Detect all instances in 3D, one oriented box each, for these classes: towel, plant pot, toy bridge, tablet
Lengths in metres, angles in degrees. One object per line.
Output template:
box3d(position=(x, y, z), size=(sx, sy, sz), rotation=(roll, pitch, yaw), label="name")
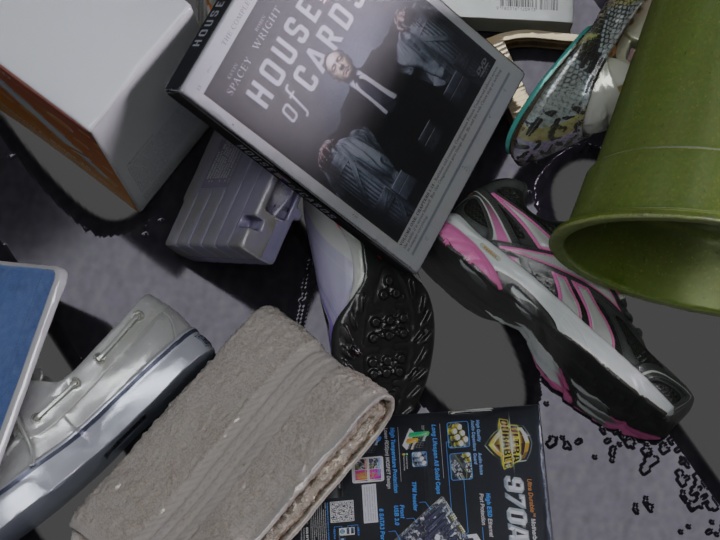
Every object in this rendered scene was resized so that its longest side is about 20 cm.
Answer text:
box3d(position=(-0.083, 0.122, 1.405), size=(0.200, 0.034, 0.133), rotation=(-50, 48, -4), label="towel")
box3d(position=(0.224, -0.087, 1.350), size=(0.200, 0.200, 0.190), rotation=(9, 75, 5), label="plant pot")
box3d(position=(0.096, -0.118, 1.486), size=(0.200, 0.027, 0.067), rotation=(-23, 77, -3), label="toy bridge")
box3d(position=(-0.247, 0.088, 1.425), size=(0.014, 0.130, 0.200), rotation=(27, 76, -37), label="tablet")

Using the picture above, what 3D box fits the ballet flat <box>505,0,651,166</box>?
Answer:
box3d(position=(0.168, -0.140, 1.436), size=(0.072, 0.072, 0.200), rotation=(32, 79, 9), label="ballet flat")

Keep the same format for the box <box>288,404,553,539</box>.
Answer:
box3d(position=(0.038, 0.180, 1.381), size=(0.159, 0.046, 0.200), rotation=(-5, 56, 2), label="box")

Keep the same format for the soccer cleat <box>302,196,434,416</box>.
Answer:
box3d(position=(0.000, 0.000, 1.454), size=(0.068, 0.073, 0.200), rotation=(-9, 95, -20), label="soccer cleat")

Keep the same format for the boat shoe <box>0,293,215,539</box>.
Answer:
box3d(position=(-0.191, 0.088, 1.433), size=(0.202, 0.075, 0.086), rotation=(-44, 79, -9), label="boat shoe")

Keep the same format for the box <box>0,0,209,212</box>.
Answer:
box3d(position=(-0.167, -0.129, 1.414), size=(0.124, 0.200, 0.098), rotation=(36, 82, 10), label="box")

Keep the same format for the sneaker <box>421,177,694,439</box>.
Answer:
box3d(position=(0.135, 0.015, 1.433), size=(0.200, 0.080, 0.086), rotation=(43, 69, 4), label="sneaker")

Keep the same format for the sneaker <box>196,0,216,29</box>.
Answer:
box3d(position=(-0.067, -0.202, 1.458), size=(0.077, 0.078, 0.200), rotation=(1, 45, -8), label="sneaker")

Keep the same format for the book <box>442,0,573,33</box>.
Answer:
box3d(position=(0.076, -0.258, 1.510), size=(0.133, 0.048, 0.200), rotation=(3, 78, -1), label="book")

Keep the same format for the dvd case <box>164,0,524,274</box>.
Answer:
box3d(position=(-0.005, -0.113, 1.378), size=(0.200, 0.025, 0.150), rotation=(37, 74, -31), label="dvd case")

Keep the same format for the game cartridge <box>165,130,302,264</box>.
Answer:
box3d(position=(-0.049, -0.098, 1.442), size=(0.038, 0.130, 0.200), rotation=(28, 79, -20), label="game cartridge")
